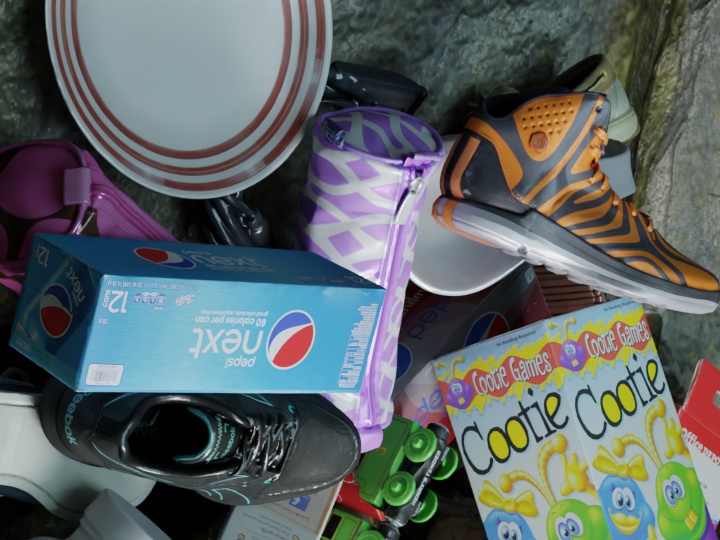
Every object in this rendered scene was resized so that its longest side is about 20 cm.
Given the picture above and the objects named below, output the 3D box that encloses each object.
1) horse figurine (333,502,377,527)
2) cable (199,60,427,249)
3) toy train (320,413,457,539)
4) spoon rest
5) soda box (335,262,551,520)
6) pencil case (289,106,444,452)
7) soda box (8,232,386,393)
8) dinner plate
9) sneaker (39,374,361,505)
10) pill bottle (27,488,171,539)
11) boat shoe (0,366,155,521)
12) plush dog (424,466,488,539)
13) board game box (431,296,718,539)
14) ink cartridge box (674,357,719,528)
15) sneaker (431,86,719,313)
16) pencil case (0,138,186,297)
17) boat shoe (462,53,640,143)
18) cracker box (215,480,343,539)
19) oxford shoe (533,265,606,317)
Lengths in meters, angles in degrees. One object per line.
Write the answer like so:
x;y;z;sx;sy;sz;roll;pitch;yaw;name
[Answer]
-0.023;0.217;1.496;0.200;0.132;0.050;-40;145;-14;horse figurine
-0.037;-0.051;1.441;0.199;0.051;0.164;4;106;-49;cable
-0.004;0.179;1.446;0.042;0.056;0.201;42;71;-48;toy train
0.100;-0.047;1.486;0.199;0.060;0.100;-17;100;-33;spoon rest
0.041;0.068;1.549;0.200;0.063;0.070;-46;132;-29;soda box
0.000;0.000;1.399;0.084;0.085;0.201;-16;127;-42;pencil case
-0.083;0.025;1.251;0.199;0.068;0.065;4;106;-44;soda box
-0.098;-0.141;1.325;0.199;0.024;0.202;1;88;-40;dinner plate
-0.076;0.096;1.282;0.199;0.079;0.076;9;94;-35;sneaker
-0.177;0.218;1.276;0.200;0.104;0.104;-49;137;-3;pill bottle
-0.193;0.094;1.288;0.199;0.062;0.075;9;97;-48;boat shoe
0.076;0.248;1.617;0.199;0.160;0.173;7;116;-37;plush dog
0.142;0.130;1.495;0.104;0.103;0.202;-14;84;-45;board game box
0.222;0.168;1.790;0.116;0.067;0.201;35;75;-49;ink cartridge box
0.148;-0.048;1.441;0.199;0.077;0.113;21;88;-21;sneaker
-0.130;0.003;1.306;0.200;0.093;0.091;40;55;-48;pencil case
0.100;-0.091;1.570;0.199;0.074;0.067;-26;102;-37;boat shoe
-0.073;0.199;1.376;0.134;0.057;0.201;115;-2;-54;cracker box
0.153;0.057;1.690;0.074;0.070;0.202;-57;144;-58;oxford shoe
